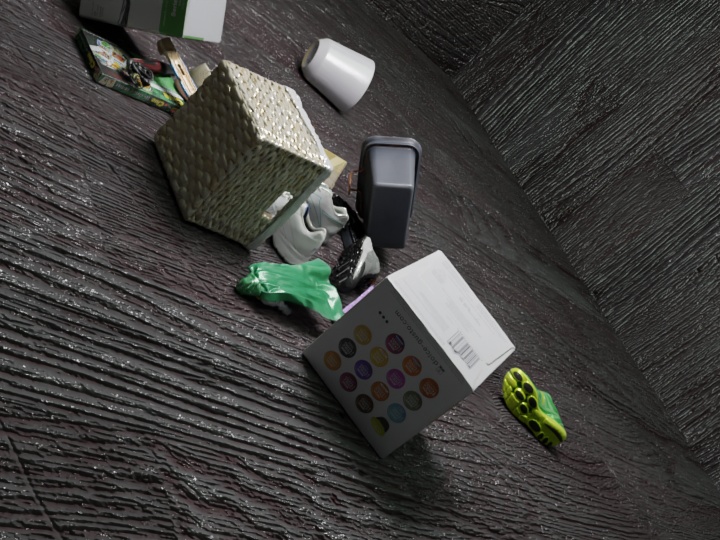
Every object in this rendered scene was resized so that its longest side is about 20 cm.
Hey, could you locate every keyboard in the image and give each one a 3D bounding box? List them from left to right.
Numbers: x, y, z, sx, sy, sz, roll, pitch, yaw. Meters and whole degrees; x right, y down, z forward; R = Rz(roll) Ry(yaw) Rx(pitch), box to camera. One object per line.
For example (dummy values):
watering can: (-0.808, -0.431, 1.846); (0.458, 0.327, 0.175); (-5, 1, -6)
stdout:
keyboard: (-0.013, -0.086, 1.869); (0.104, 0.040, 0.201); (37, 22, -34)

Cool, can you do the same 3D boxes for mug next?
mug: (-0.077, -0.504, 2.397); (0.152, 0.186, 0.151); (29, 59, -26)

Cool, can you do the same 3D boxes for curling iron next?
curling iron: (-0.340, -0.329, 1.561); (0.200, 0.025, 0.050); (-51, 122, -75)

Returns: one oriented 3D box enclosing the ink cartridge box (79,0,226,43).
ink cartridge box: (-0.347, -0.444, 1.574); (0.198, 0.085, 0.146); (15, 14, 13)

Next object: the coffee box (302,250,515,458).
coffee box: (0.075, 0.121, 1.413); (0.200, 0.197, 0.200); (52, 29, 6)

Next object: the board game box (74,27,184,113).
board game box: (-0.372, -0.321, 1.539); (0.199, 0.023, 0.105); (17, 37, -57)

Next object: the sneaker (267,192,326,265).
sneaker: (-0.134, -0.104, 1.567); (0.200, 0.087, 0.075); (48, 21, -1)

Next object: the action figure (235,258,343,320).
action figure: (-0.113, 0.027, 1.425); (0.199, 0.055, 0.119); (9, 45, -52)

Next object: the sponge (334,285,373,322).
sponge: (0.022, 0.096, 1.628); (0.112, 0.030, 0.200); (51, 20, 1)

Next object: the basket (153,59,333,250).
basket: (-0.183, -0.180, 1.435); (0.160, 0.198, 0.201); (22, 33, -48)

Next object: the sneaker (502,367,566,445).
sneaker: (0.359, 0.282, 1.969); (0.201, 0.074, 0.084); (53, 20, -19)

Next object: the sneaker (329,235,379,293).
sneaker: (0.000, 0.000, 1.697); (0.080, 0.074, 0.200); (55, 20, -9)

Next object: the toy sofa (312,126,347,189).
toy sofa: (-0.111, -0.217, 1.802); (0.082, 0.098, 0.200); (32, -1, 24)

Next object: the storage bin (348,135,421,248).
storage bin: (0.047, -0.147, 1.877); (0.144, 0.202, 0.135); (4, 39, -3)

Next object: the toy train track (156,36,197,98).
toy train track: (-0.290, -0.293, 1.581); (0.115, 0.032, 0.202); (-38, 105, -48)

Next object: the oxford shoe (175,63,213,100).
oxford shoe: (-0.252, -0.312, 1.691); (0.071, 0.074, 0.200); (55, 11, 17)

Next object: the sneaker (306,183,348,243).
sneaker: (-0.099, -0.141, 1.699); (0.200, 0.080, 0.071); (45, 20, -28)
